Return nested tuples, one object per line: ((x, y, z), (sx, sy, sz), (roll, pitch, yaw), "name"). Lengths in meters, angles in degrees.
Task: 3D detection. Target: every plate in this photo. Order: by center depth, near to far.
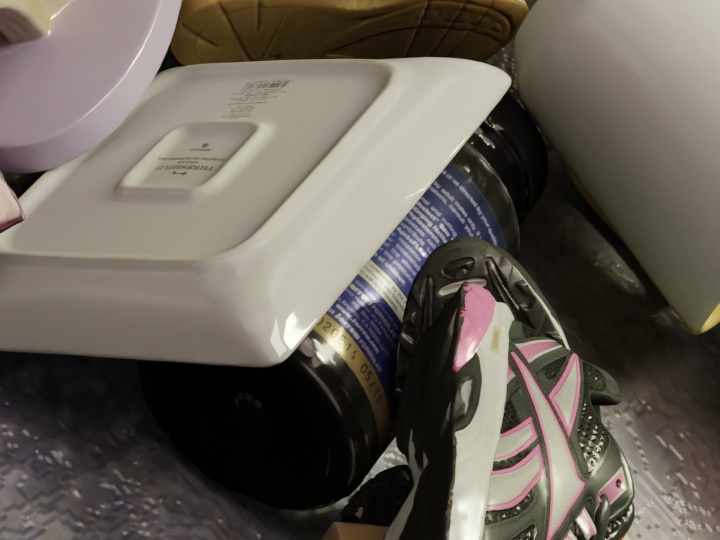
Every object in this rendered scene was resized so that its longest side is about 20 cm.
((-0.065, -0.036, 1.024), (0.200, 0.199, 0.032), (-50, 128, -40), "plate")

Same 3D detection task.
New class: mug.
((0.141, -0.065, 1.111), (0.153, 0.187, 0.149), (46, 35, 11), "mug")

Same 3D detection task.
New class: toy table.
((-0.155, -0.154, 1.062), (0.184, 0.117, 0.200), (-19, 54, 5), "toy table")

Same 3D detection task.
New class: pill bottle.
((0.000, 0.000, 1.066), (0.112, 0.112, 0.200), (38, 51, 2), "pill bottle")

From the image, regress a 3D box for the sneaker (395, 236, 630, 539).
((0.064, 0.066, 1.029), (0.074, 0.200, 0.079), (-15, 34, 11), "sneaker")

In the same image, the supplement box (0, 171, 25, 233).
((-0.252, -0.029, 0.942), (0.200, 0.103, 0.131), (-30, 99, -35), "supplement box")

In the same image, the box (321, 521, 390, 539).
((0.053, 0.186, 0.878), (0.121, 0.032, 0.200), (7, 53, -20), "box")

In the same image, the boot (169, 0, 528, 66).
((-0.025, -0.167, 1.195), (0.200, 0.073, 0.156), (-3, 54, -32), "boot")

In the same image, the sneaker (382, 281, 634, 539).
((0.059, 0.087, 0.886), (0.086, 0.080, 0.200), (21, 45, -9), "sneaker")

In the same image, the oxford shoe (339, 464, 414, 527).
((0.023, 0.170, 0.960), (0.084, 0.073, 0.200), (26, 47, -34), "oxford shoe")
